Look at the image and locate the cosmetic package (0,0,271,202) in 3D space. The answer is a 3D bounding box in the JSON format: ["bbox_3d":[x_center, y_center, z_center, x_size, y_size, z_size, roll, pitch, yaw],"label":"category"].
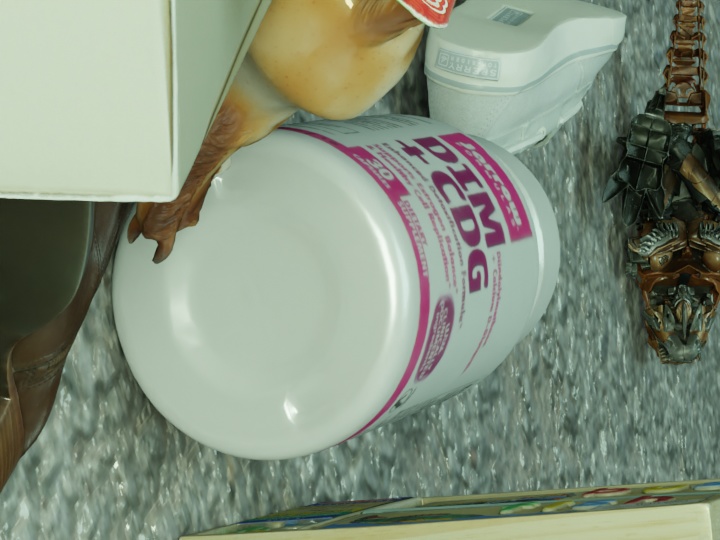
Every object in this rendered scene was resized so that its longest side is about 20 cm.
[{"bbox_3d":[-0.075,-0.091,0.669,0.200,0.103,0.073,-71,163,-62],"label":"cosmetic package"}]

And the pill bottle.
[{"bbox_3d":[0.000,0.000,1.004,0.200,0.113,0.114,-15,99,-68],"label":"pill bottle"}]

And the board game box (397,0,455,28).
[{"bbox_3d":[-0.038,-0.146,0.640,0.200,0.030,0.096,47,24,-13],"label":"board game box"}]

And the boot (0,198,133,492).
[{"bbox_3d":[-0.086,-0.052,0.808,0.187,0.064,0.200,113,0,-46],"label":"boot"}]

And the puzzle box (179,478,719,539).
[{"bbox_3d":[0.050,0.097,0.992,0.133,0.199,0.026,0,85,-69],"label":"puzzle box"}]

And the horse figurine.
[{"bbox_3d":[-0.003,-0.078,0.780,0.050,0.200,0.133,43,66,-15],"label":"horse figurine"}]

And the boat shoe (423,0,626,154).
[{"bbox_3d":[0.076,-0.090,1.282,0.200,0.072,0.069,-47,149,-70],"label":"boat shoe"}]

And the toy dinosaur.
[{"bbox_3d":[0.175,-0.051,1.507,0.136,0.102,0.201,96,-25,-87],"label":"toy dinosaur"}]
